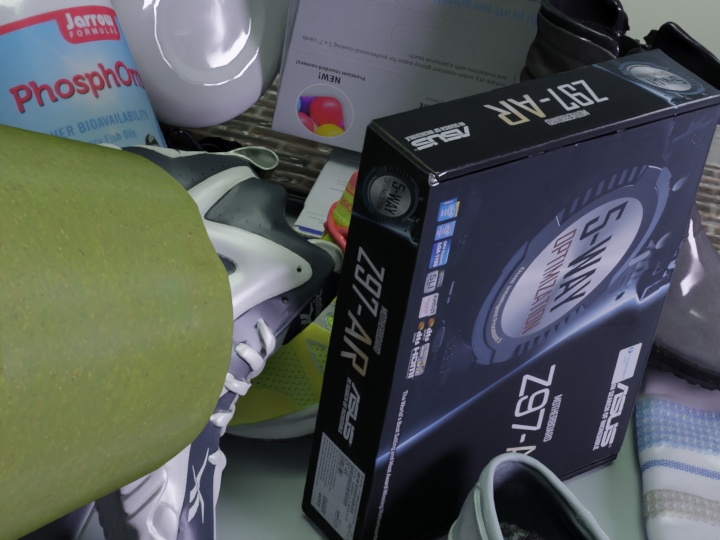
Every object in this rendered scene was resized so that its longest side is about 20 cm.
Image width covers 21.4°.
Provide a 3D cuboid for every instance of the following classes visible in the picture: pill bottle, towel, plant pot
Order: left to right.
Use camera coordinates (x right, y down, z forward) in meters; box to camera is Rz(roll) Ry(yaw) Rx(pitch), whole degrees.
[{"bbox_3d":[-0.144,0.021,0.633,0.199,0.201,0.189,32,22,29],"label":"plant pot"},{"bbox_3d":[-0.149,-0.066,0.864,0.108,0.109,0.201,-20,87,-36],"label":"pill bottle"},{"bbox_3d":[-0.130,-0.143,1.034,0.112,0.113,0.199,-15,19,-32],"label":"pill bottle"},{"bbox_3d":[0.201,0.097,0.885,0.146,0.024,0.201,9,35,-1],"label":"towel"}]

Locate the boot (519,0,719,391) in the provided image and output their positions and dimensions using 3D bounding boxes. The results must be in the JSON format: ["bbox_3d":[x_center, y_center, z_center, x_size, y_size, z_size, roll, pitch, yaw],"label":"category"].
[{"bbox_3d":[0.147,-0.036,0.902,0.199,0.132,0.070,31,34,5],"label":"boot"}]

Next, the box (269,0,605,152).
[{"bbox_3d":[0.045,-0.145,0.939,0.155,0.201,0.041,14,33,6],"label":"box"}]

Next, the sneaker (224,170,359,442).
[{"bbox_3d":[0.000,0.000,0.866,0.199,0.091,0.078,-32,31,-8],"label":"sneaker"}]

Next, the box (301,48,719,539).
[{"bbox_3d":[0.061,0.016,0.808,0.159,0.201,0.044,-16,42,-35],"label":"box"}]

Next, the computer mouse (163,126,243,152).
[{"bbox_3d":[-0.151,-0.039,0.971,0.199,0.053,0.139,16,31,-14],"label":"computer mouse"}]

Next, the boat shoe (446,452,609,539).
[{"bbox_3d":[0.087,0.149,0.736,0.070,0.072,0.201,-6,38,-22],"label":"boat shoe"}]

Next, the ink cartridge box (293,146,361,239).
[{"bbox_3d":[0.033,-0.045,1.018,0.099,0.039,0.200,16,33,8],"label":"ink cartridge box"}]

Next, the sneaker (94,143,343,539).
[{"bbox_3d":[-0.051,0.038,0.778,0.129,0.080,0.201,-12,74,-16],"label":"sneaker"}]
